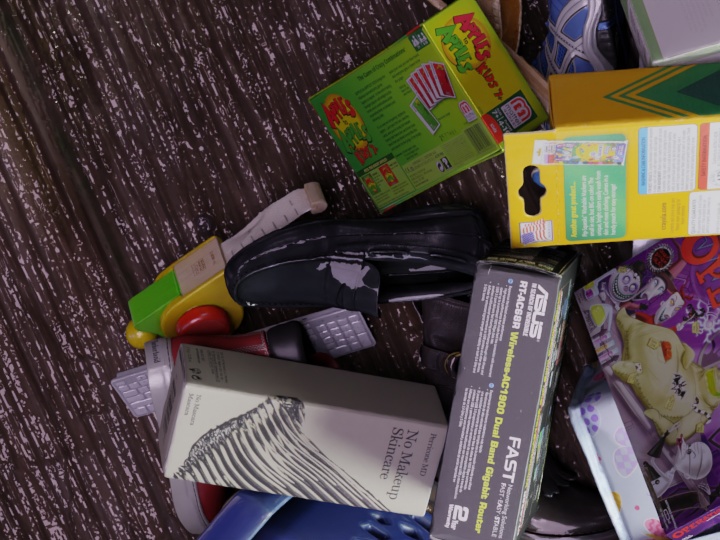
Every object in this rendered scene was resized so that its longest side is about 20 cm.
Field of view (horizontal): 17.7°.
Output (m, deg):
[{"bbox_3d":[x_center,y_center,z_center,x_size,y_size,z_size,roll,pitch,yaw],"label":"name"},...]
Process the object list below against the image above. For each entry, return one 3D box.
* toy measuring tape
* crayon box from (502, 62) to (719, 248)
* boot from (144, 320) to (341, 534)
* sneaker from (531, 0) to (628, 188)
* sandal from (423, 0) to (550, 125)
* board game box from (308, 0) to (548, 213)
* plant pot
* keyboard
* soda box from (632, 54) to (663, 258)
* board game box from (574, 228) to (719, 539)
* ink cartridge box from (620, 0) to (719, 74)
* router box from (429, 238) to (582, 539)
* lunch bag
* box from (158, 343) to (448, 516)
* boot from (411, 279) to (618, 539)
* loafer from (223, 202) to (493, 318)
[{"bbox_3d":[-0.094,0.005,1.753,0.199,0.074,0.074,-34,94,17],"label":"toy measuring tape"},{"bbox_3d":[0.195,-0.078,1.545,0.198,0.052,0.126,-4,143,3],"label":"crayon box"},{"bbox_3d":[-0.080,0.122,1.763,0.143,0.073,0.201,-9,135,-3],"label":"boot"},{"bbox_3d":[0.150,-0.148,1.637,0.077,0.076,0.201,-3,99,18],"label":"sneaker"},{"bbox_3d":[0.099,-0.183,1.615,0.070,0.078,0.212,-46,68,6],"label":"sandal"},{"bbox_3d":[0.044,-0.114,1.626,0.102,0.048,0.200,57,154,-4],"label":"board game box"},{"bbox_3d":[-0.044,0.253,1.740,0.180,0.200,0.200,43,112,7],"label":"plant pot"},{"bbox_3d":[-0.089,0.070,1.761,0.199,0.011,0.056,-17,138,8],"label":"keyboard"},{"bbox_3d":[0.232,-0.095,1.635,0.068,0.064,0.201,4,106,14],"label":"soda box"},{"bbox_3d":[0.228,0.071,1.570,0.120,0.032,0.201,-30,56,17],"label":"board game box"},{"bbox_3d":[0.273,-0.212,1.560,0.199,0.048,0.146,-16,58,2],"label":"ink cartridge box"},{"bbox_3d":[0.103,0.085,1.616,0.062,0.150,0.201,10,98,9],"label":"router box"},{"bbox_3d":[0.263,0.149,1.661,0.169,0.127,0.201,-17,106,17],"label":"lunch bag"},{"bbox_3d":[-0.042,0.116,1.676,0.199,0.068,0.083,9,112,-12],"label":"box"},{"bbox_3d":[0.119,0.103,1.718,0.199,0.069,0.175,15,108,13],"label":"boot"},{"bbox_3d":[0.000,0.000,1.687,0.199,0.071,0.068,-9,143,-2],"label":"loafer"}]
